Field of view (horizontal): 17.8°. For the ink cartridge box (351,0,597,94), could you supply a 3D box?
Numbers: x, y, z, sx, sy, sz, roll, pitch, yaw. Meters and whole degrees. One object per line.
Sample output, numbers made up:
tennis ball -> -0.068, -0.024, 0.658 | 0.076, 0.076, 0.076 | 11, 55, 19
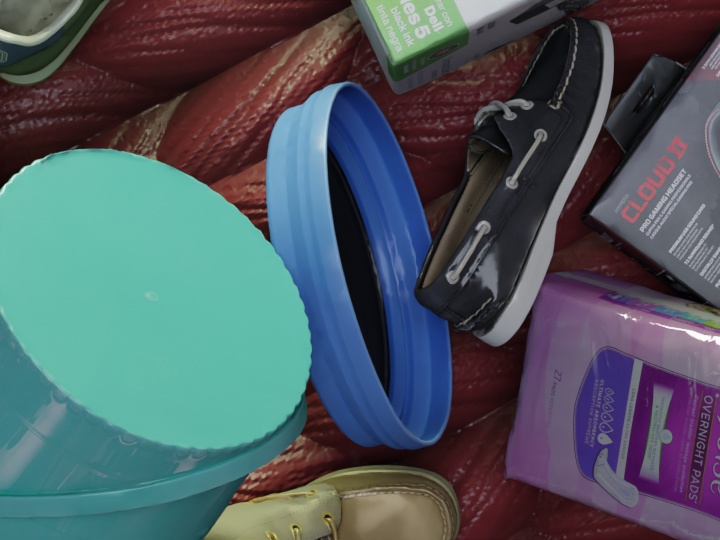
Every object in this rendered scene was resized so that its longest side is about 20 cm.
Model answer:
ink cartridge box -> 0.091, -0.183, 1.273 | 0.199, 0.146, 0.085 | -26, 87, 1

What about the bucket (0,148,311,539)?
bucket -> -0.129, 0.051, 1.130 | 0.207, 0.207, 0.135 | 43, 130, 3

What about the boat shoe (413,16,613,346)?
boat shoe -> 0.085, -0.059, 1.287 | 0.060, 0.074, 0.201 | 26, 76, -18

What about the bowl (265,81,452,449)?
bowl -> 0.000, 0.000, 1.245 | 0.039, 0.200, 0.202 | -13, 87, 16

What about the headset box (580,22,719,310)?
headset box -> 0.230, -0.042, 1.298 | 0.199, 0.075, 0.149 | 37, 90, 3

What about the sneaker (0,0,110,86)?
sneaker -> -0.155, -0.197, 1.308 | 0.067, 0.090, 0.201 | 33, 89, 4

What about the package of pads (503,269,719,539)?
package of pads -> 0.176, 0.082, 1.245 | 0.199, 0.075, 0.122 | 18, 108, 36

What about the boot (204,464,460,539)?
boot -> -0.042, 0.162, 1.254 | 0.198, 0.155, 0.073 | -9, 95, 3
